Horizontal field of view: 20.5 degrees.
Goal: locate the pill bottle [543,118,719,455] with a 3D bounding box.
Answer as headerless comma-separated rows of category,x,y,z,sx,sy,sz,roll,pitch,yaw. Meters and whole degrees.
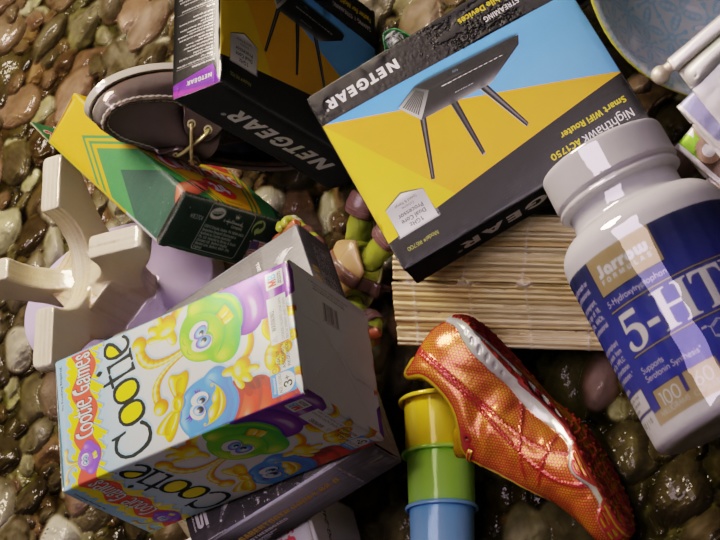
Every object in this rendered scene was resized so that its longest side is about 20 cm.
pill bottle,0.204,0.008,1.311,0.119,0.120,0.201,-32,74,19

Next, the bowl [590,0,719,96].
bowl,0.253,-0.229,1.397,0.200,0.200,0.108,-41,11,13

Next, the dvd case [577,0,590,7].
dvd case,0.184,-0.265,1.446,0.200,0.150,0.025,-37,62,17

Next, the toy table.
toy table,-0.224,0.010,1.635,0.199,0.117,0.185,-25,59,23

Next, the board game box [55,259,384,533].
board game box,-0.099,0.090,1.363,0.199,0.105,0.104,-23,57,24

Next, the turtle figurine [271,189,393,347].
turtle figurine,0.000,0.000,1.514,0.162,0.064,0.200,-60,38,23

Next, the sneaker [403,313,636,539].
sneaker,0.112,0.120,1.376,0.077,0.073,0.200,-48,68,12

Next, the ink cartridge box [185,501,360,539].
ink cartridge box,-0.087,0.266,1.456,0.199,0.083,0.146,-29,57,20

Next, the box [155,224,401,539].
box,-0.071,0.090,1.444,0.158,0.048,0.201,-33,52,19

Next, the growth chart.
growth chart,0.286,-0.090,1.341,0.144,0.018,0.201,-34,82,14

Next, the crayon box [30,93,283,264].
crayon box,-0.166,-0.080,1.621,0.200,0.127,0.051,39,105,37

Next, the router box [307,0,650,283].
router box,0.084,-0.107,1.398,0.199,0.051,0.150,-31,72,4

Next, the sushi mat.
sushi mat,0.120,0.008,1.407,0.199,0.012,0.096,1,96,14

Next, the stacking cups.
stacking cups,0.059,0.186,1.405,0.060,0.060,0.201,-14,64,29

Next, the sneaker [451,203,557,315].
sneaker,0.101,-0.045,1.460,0.082,0.075,0.201,36,94,38

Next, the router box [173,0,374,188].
router box,-0.063,-0.168,1.534,0.051,0.200,0.150,-15,64,32

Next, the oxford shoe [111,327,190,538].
oxford shoe,-0.147,0.138,1.535,0.070,0.075,0.201,-32,76,19

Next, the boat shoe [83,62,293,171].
boat shoe,-0.123,-0.115,1.569,0.072,0.199,0.060,-53,51,32

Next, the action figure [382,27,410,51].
action figure,0.056,-0.137,1.521,0.118,0.055,0.200,-37,34,2
